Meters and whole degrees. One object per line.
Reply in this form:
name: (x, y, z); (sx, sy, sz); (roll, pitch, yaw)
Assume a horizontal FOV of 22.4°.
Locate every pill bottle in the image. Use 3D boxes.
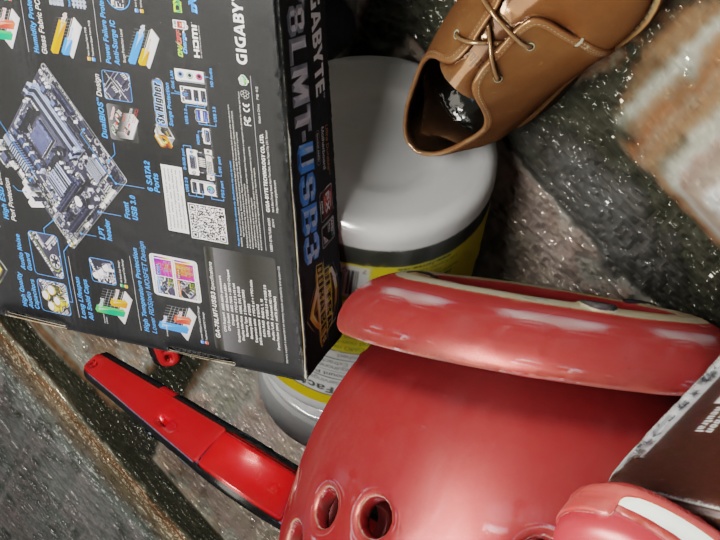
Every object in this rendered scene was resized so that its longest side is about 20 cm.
pill bottle: (0.000, 0.000, 0.909); (0.114, 0.114, 0.201); (38, 147, 21)

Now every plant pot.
plant pot: (0.065, 0.098, 0.780); (0.200, 0.200, 0.184); (9, 92, 49)

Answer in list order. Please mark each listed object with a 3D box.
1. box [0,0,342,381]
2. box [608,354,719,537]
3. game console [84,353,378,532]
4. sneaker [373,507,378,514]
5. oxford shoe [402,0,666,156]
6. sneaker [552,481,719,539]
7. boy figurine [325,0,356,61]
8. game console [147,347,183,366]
box: (-0.109, -0.061, 0.795); (0.197, 0.050, 0.201); (11, 124, 23)
box: (0.226, 0.122, 0.684); (0.164, 0.166, 0.201); (7, 128, 49)
game console: (-0.038, 0.118, 0.949); (0.200, 0.031, 0.177); (37, 170, -36)
sneaker: (0.037, 0.216, 1.112); (0.200, 0.076, 0.114); (50, 164, 23)
oxford shoe: (0.071, -0.104, 0.747); (0.071, 0.071, 0.200); (47, 148, 10)
sneaker: (0.112, 0.177, 0.616); (0.200, 0.115, 0.078); (51, 150, 1)
boy figurine: (-0.081, -0.108, 0.953); (0.125, 0.064, 0.200); (51, 148, -7)
game console: (-0.139, -0.065, 0.949); (0.200, 0.031, 0.178); (-123, 13, -59)
